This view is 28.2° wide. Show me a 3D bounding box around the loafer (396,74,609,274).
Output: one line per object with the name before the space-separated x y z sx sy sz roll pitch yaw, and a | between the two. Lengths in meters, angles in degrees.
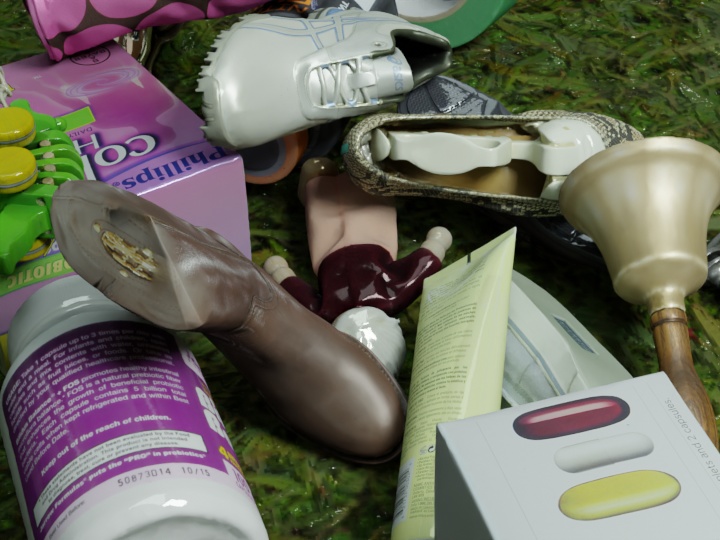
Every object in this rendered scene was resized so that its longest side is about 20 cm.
loafer | 0.110 -0.059 0.961 0.199 0.063 0.072 36 68 16

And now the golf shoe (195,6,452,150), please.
golf shoe | -0.018 -0.126 0.894 0.096 0.079 0.200 7 25 34

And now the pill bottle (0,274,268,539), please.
pill bottle | -0.124 0.092 0.735 0.111 0.113 0.201 -14 40 -15

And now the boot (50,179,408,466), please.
boot | -0.059 0.031 0.728 0.186 0.200 0.064 38 88 12

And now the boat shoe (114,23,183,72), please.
boat shoe | -0.174 -0.215 1.175 0.067 0.072 0.201 11 49 9

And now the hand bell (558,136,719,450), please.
hand bell | 0.176 0.035 0.814 0.103 0.104 0.202 -2 58 -1

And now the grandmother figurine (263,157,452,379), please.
grandmother figurine | 0.000 0.000 0.899 0.120 0.061 0.201 -20 38 15

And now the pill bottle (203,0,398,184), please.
pill bottle | -0.047 -0.145 1.042 0.105 0.107 0.201 9 39 14

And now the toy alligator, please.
toy alligator | -0.187 -0.067 0.826 0.054 0.060 0.201 -8 39 -8

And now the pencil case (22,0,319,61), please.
pencil case | -0.130 -0.200 0.970 0.198 0.094 0.092 -14 81 -10

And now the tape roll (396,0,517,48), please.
tape roll | 0.043 -0.274 1.126 0.199 0.202 0.048 22 43 28

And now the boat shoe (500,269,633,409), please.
boat shoe | 0.107 0.074 0.793 0.070 0.072 0.201 24 19 -33

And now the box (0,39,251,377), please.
box | -0.196 -0.051 0.935 0.175 0.097 0.200 -22 43 -25

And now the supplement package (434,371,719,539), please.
supplement package | 0.111 0.172 0.588 0.110 0.157 0.201 -12 39 -12

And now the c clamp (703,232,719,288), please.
c clamp | 0.276 0.027 0.875 0.169 0.027 0.200 -16 41 -17

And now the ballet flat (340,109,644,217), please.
ballet flat | 0.086 -0.068 0.886 0.198 0.069 0.075 2 1 -1

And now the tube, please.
tube | 0.052 0.068 0.772 0.057 0.052 0.201 0 51 10
